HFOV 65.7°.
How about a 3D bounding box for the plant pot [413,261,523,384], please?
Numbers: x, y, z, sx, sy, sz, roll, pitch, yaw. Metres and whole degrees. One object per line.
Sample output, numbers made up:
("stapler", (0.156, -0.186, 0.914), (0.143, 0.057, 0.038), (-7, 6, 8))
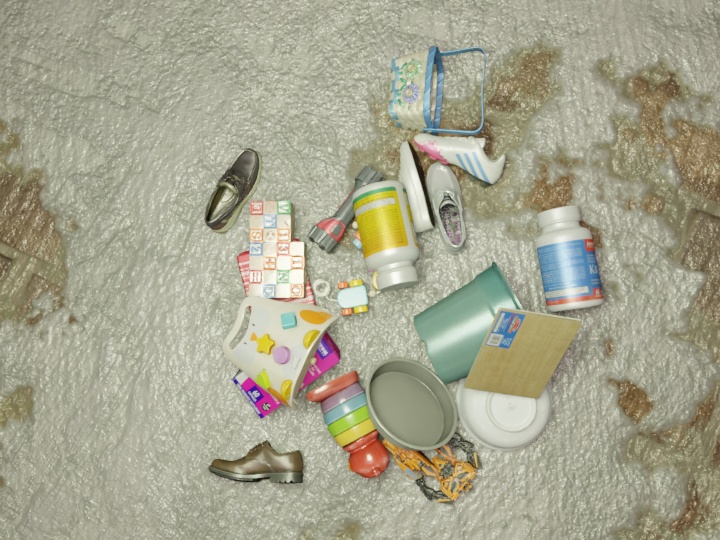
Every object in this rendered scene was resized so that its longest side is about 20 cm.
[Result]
("plant pot", (0.221, 0.114, 1.094), (0.195, 0.200, 0.202), (-26, 83, 9))

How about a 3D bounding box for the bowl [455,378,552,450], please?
("bowl", (0.295, 0.266, 1.116), (0.199, 0.090, 0.203), (0, 85, 4))

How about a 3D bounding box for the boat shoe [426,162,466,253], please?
("boat shoe", (0.181, -0.136, 1.172), (0.071, 0.069, 0.202), (-6, 82, 5))

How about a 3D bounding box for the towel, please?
("towel", (-0.177, 0.041, 1.207), (0.143, 0.022, 0.202), (-15, 85, 1))

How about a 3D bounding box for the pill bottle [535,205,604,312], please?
("pill bottle", (0.416, -0.023, 1.123), (0.111, 0.112, 0.202), (-9, 85, 3))

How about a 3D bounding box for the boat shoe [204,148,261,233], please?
("boat shoe", (-0.278, -0.178, 1.212), (0.071, 0.065, 0.201), (28, 86, 8))

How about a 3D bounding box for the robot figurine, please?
("robot figurine", (0.147, 0.380, 1.131), (0.200, 0.058, 0.145), (39, 89, 7))

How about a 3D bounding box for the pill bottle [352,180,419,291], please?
("pill bottle", (0.055, -0.066, 1.106), (0.112, 0.113, 0.202), (-13, 80, 3))

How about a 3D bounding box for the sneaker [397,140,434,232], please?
("sneaker", (0.095, -0.176, 1.182), (0.084, 0.073, 0.202), (-16, 73, 22))

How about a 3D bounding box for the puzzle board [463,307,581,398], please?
("puzzle board", (0.286, 0.151, 1.003), (0.149, 0.017, 0.201), (9, 126, -6))

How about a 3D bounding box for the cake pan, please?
("cake pan", (0.096, 0.266, 1.099), (0.200, 0.200, 0.037), (36, 131, 6))

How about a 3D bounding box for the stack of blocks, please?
("stack of blocks", (-0.172, -0.042, 1.172), (0.114, 0.059, 0.202), (-1, 86, 1))

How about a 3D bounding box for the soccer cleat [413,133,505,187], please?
("soccer cleat", (0.212, -0.255, 1.174), (0.199, 0.070, 0.087), (28, 116, -1))

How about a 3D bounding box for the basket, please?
("basket", (0.160, -0.369, 1.161), (0.198, 0.139, 0.178), (1, 85, 13))

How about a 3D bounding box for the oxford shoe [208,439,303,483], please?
("oxford shoe", (-0.216, 0.397, 1.159), (0.198, 0.073, 0.085), (0, 69, 1))

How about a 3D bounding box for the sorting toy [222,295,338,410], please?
("sorting toy", (-0.169, 0.139, 1.055), (0.179, 0.107, 0.201), (25, 92, 17))

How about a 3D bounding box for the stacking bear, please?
("stacking bear", (-0.012, 0.314, 1.109), (0.113, 0.122, 0.201), (-26, 77, -5))

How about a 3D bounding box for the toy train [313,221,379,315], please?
("toy train", (0.000, 0.000, 1.183), (0.150, 0.056, 0.200), (40, 85, 8))

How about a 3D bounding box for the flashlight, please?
("flashlight", (-0.031, -0.132, 1.194), (0.067, 0.068, 0.201), (34, 83, 15))

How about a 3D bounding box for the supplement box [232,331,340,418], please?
("supplement box", (-0.148, 0.193, 1.143), (0.199, 0.103, 0.102), (-37, 94, -1))
